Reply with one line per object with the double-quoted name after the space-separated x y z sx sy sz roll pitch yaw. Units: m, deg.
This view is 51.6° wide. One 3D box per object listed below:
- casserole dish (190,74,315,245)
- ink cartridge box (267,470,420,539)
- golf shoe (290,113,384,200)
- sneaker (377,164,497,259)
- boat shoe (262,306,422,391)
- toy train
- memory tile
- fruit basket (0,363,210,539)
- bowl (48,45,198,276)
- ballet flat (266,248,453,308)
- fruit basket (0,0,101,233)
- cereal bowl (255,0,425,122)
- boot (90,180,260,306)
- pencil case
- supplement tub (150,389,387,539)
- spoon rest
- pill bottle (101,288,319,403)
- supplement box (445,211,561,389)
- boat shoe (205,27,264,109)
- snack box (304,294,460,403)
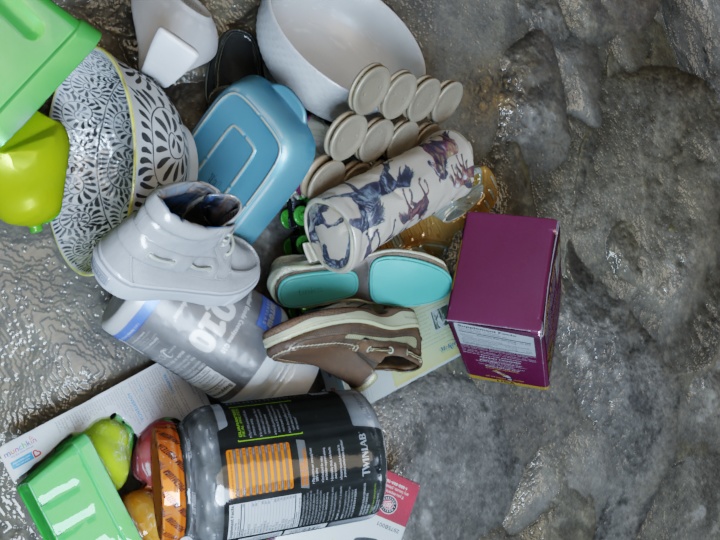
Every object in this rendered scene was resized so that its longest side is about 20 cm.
-0.129 -0.097 0.731 0.121 0.200 0.039 49 28 11 "casserole dish"
-0.043 0.295 0.795 0.145 0.083 0.202 28 74 -22 "ink cartridge box"
-0.032 -0.137 0.820 0.199 0.075 0.092 -17 76 -52 "golf shoe"
0.070 -0.056 0.879 0.199 0.087 0.076 -35 118 -22 "sneaker"
-0.005 0.080 0.731 0.201 0.074 0.076 -1 70 -44 "boat shoe"
-0.055 -0.009 0.838 0.056 0.042 0.203 -3 88 -36 "toy train"
0.026 -0.137 0.777 0.199 0.017 0.154 -11 134 -55 "memory tile"
-0.215 0.203 0.723 0.199 0.093 0.187 -30 92 -44 "fruit basket"
-0.212 -0.097 0.692 0.093 0.199 0.204 -1 87 -42 "bowl"
0.000 0.000 0.784 0.197 0.063 0.068 0 119 -12 "ballet flat"
-0.306 -0.144 0.646 0.215 0.215 0.156 41 71 -18 "fruit basket"
-0.029 -0.234 0.822 0.198 0.083 0.202 19 49 -23 "cereal bowl"
-0.127 -0.023 0.637 0.074 0.095 0.199 56 22 13 "boot"
0.030 -0.072 0.760 0.199 0.090 0.078 -33 81 -33 "pencil case"
-0.085 0.178 0.676 0.197 0.122 0.124 -2 87 -21 "supplement tub"
-0.184 -0.228 0.724 0.099 0.201 0.061 32 111 -24 "spoon rest"
-0.143 0.061 0.744 0.199 0.113 0.115 37 71 -22 "pill bottle"
0.169 0.041 0.842 0.102 0.200 0.132 8 67 19 "supplement box"
-0.128 -0.164 0.797 0.071 0.067 0.203 5 82 -24 "boat shoe"
0.036 0.071 0.854 0.199 0.037 0.118 -20 96 -40 "snack box"
